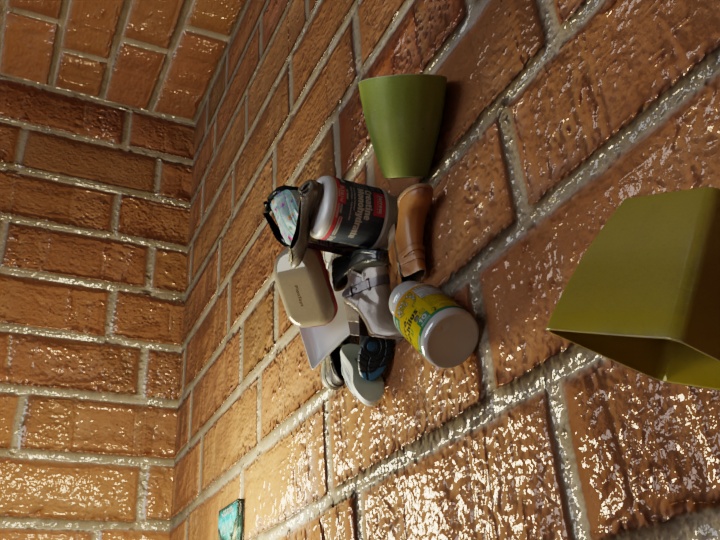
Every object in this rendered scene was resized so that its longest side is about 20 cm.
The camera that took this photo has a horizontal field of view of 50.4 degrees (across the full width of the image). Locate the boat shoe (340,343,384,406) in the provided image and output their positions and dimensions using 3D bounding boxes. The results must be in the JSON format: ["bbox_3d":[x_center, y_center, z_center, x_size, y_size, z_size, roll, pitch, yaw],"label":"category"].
[{"bbox_3d":[0.003,0.245,1.704,0.201,0.069,0.072,-120,27,-54],"label":"boat shoe"}]

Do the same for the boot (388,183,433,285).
[{"bbox_3d":[0.106,-0.065,1.568,0.200,0.076,0.156,122,150,-45],"label":"boot"}]

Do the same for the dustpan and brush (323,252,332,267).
[{"bbox_3d":[-0.074,-0.050,1.974,0.140,0.057,0.202,-73,-23,-53],"label":"dustpan and brush"}]

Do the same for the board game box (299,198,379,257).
[{"bbox_3d":[-0.048,-0.095,1.777,0.032,0.198,0.121,-46,41,49],"label":"board game box"}]

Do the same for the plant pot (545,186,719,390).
[{"bbox_3d":[0.362,0.020,0.849,0.200,0.199,0.178,-2,66,66],"label":"plant pot"}]

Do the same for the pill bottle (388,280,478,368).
[{"bbox_3d":[0.127,0.090,1.419,0.200,0.112,0.114,44,120,62],"label":"pill bottle"}]

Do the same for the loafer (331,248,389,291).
[{"bbox_3d":[0.000,0.000,1.717,0.200,0.072,0.073,-22,56,58],"label":"loafer"}]

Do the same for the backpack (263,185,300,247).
[{"bbox_3d":[-0.169,-0.141,2.132,0.127,0.166,0.201,-56,39,32],"label":"backpack"}]

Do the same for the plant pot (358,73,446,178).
[{"bbox_3d":[0.093,-0.297,1.610,0.187,0.185,0.202,-170,76,-66],"label":"plant pot"}]

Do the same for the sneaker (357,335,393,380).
[{"bbox_3d":[0.034,0.143,1.679,0.082,0.072,0.202,127,154,-75],"label":"sneaker"}]

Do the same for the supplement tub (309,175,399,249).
[{"bbox_3d":[-0.012,-0.125,1.707,0.140,0.198,0.142,-37,48,56],"label":"supplement tub"}]

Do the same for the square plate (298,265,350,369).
[{"bbox_3d":[-0.073,0.104,1.828,0.200,0.028,0.199,-45,47,27],"label":"square plate"}]

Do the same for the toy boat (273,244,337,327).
[{"bbox_3d":[-0.116,0.026,1.797,0.129,0.131,0.202,-9,106,28],"label":"toy boat"}]

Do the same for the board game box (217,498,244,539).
[{"bbox_3d":[-0.413,0.814,2.430,0.200,0.028,0.137,134,140,-52],"label":"board game box"}]

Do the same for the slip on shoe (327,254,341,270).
[{"bbox_3d":[-0.033,-0.033,1.869,0.061,0.075,0.202,-108,38,-84],"label":"slip on shoe"}]

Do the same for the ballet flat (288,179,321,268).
[{"bbox_3d":[-0.131,-0.101,1.659,0.067,0.046,0.202,-128,50,-60],"label":"ballet flat"}]

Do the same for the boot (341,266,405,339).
[{"bbox_3d":[0.043,0.066,1.591,0.198,0.070,0.148,2,86,34],"label":"boot"}]

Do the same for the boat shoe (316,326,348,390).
[{"bbox_3d":[-0.056,0.186,1.854,0.073,0.074,0.202,-29,62,48],"label":"boat shoe"}]
